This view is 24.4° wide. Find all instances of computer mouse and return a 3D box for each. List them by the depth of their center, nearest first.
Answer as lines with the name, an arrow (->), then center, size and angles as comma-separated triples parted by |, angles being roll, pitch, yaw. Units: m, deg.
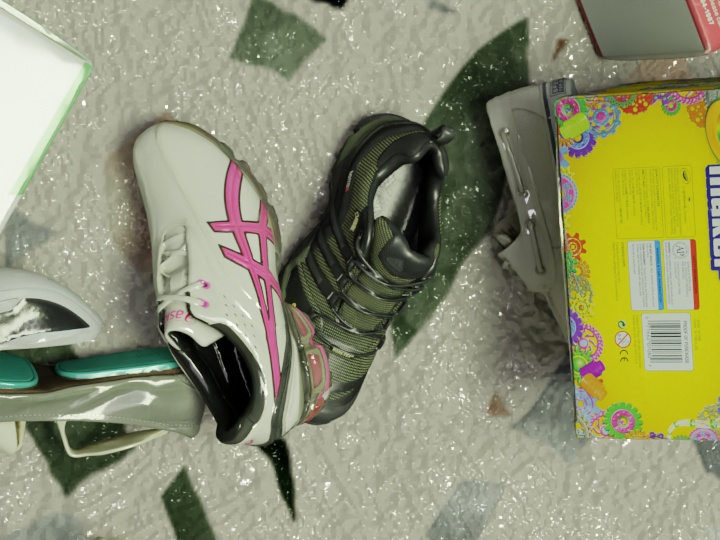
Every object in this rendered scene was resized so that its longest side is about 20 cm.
computer mouse -> -0.243, 0.023, 0.943 | 0.199, 0.110, 0.044 | -5, 96, -28

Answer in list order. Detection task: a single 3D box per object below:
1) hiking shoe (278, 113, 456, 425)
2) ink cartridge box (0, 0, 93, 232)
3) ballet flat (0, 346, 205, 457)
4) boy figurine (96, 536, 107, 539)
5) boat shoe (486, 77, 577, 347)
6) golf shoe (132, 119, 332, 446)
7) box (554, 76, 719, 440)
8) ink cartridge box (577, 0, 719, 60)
hiking shoe -> 0.000, 0.000, 1.013 | 0.075, 0.101, 0.201 | 17, 90, -19
ink cartridge box -> -0.228, -0.070, 0.878 | 0.084, 0.200, 0.146 | 30, 86, -22
ballet flat -> -0.186, 0.080, 0.978 | 0.199, 0.067, 0.064 | 1, 104, -18
boy figurine -> -0.150, 0.228, 1.006 | 0.199, 0.064, 0.125 | 20, 86, -16
boat shoe -> 0.121, -0.022, 1.076 | 0.069, 0.071, 0.201 | -9, 111, 14
golf shoe -> -0.085, 0.006, 0.972 | 0.072, 0.092, 0.201 | -26, 88, 30
box -> 0.208, -0.015, 1.021 | 0.121, 0.192, 0.201 | -1, 99, 24
ink cartridge box -> 0.237, -0.240, 1.046 | 0.199, 0.145, 0.146 | -27, 103, -14
